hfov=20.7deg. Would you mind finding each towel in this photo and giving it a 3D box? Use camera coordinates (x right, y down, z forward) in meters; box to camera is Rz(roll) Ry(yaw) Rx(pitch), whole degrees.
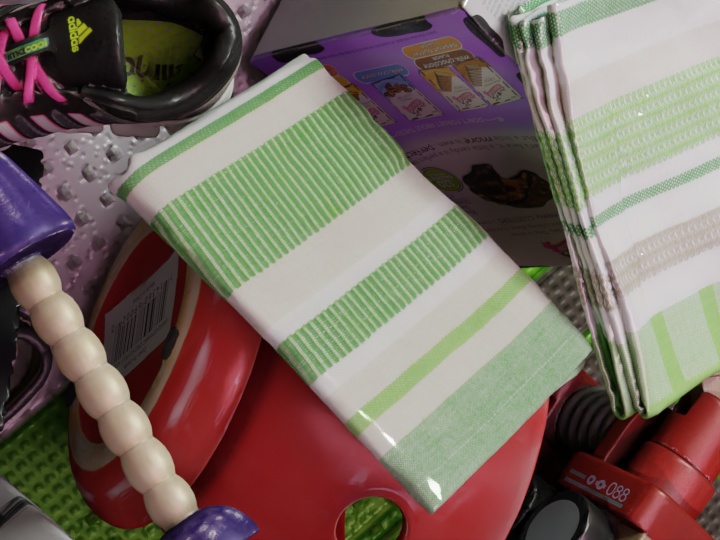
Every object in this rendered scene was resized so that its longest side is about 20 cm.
[{"bbox_3d":[0.150,-0.047,0.930,0.149,0.031,0.201,-25,103,-35],"label":"towel"},{"bbox_3d":[0.000,0.000,0.878,0.200,0.023,0.152,46,42,7],"label":"towel"}]

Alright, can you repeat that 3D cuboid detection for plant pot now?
[{"bbox_3d":[-0.034,0.063,0.960,0.182,0.200,0.201,20,91,-26],"label":"plant pot"}]

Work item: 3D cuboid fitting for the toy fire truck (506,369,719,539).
[{"bbox_3d":[0.135,0.077,1.067,0.129,0.176,0.200,43,79,-29],"label":"toy fire truck"}]

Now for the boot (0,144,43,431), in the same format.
[{"bbox_3d":[-0.233,0.009,0.868,0.162,0.073,0.199,12,71,-21],"label":"boot"}]

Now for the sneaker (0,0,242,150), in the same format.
[{"bbox_3d":[-0.138,-0.092,0.858,0.199,0.087,0.074,-6,79,-25],"label":"sneaker"}]

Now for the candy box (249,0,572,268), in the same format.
[{"bbox_3d":[0.073,-0.084,0.996,0.200,0.167,0.072,40,64,-30],"label":"candy box"}]

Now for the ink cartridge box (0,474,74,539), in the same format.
[{"bbox_3d":[-0.144,0.175,0.919,0.084,0.200,0.145,-45,118,-13],"label":"ink cartridge box"}]

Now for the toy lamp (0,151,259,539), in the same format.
[{"bbox_3d":[-0.116,0.040,0.839,0.058,0.058,0.200,-33,86,-19],"label":"toy lamp"}]

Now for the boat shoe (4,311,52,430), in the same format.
[{"bbox_3d":[-0.235,0.082,0.930,0.199,0.060,0.074,-31,112,-20],"label":"boat shoe"}]
